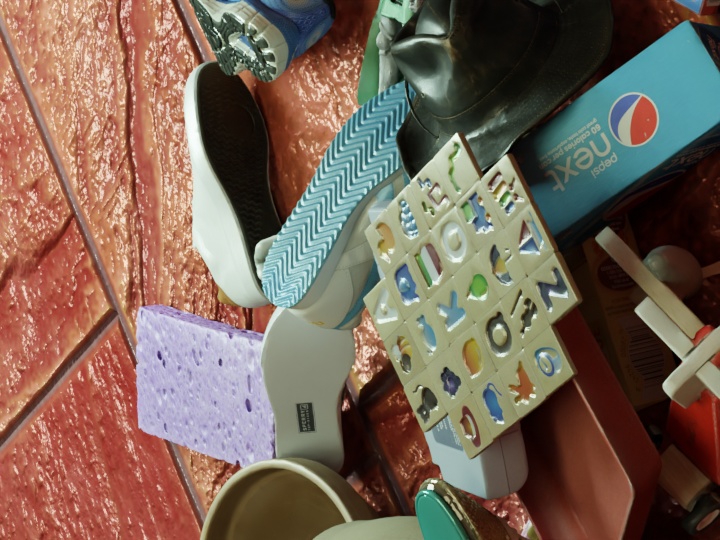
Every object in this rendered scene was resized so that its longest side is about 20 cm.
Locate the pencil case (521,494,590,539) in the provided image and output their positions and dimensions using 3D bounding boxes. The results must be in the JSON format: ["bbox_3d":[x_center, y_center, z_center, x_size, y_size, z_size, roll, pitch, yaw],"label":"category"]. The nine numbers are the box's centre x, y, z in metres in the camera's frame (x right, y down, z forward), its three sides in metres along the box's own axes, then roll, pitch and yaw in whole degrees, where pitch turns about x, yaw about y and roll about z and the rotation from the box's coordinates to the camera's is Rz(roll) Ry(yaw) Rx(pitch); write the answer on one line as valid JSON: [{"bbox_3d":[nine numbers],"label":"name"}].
[{"bbox_3d":[0.188,0.225,1.497,0.200,0.083,0.087,44,116,38],"label":"pencil case"}]

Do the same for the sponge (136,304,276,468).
[{"bbox_3d":[-0.122,0.099,1.896,0.200,0.030,0.112,14,107,50],"label":"sponge"}]

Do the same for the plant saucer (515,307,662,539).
[{"bbox_3d":[0.131,0.103,1.432,0.200,0.037,0.200,95,154,-55],"label":"plant saucer"}]

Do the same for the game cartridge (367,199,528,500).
[{"bbox_3d":[0.058,0.050,1.502,0.133,0.041,0.201,-178,71,-71],"label":"game cartridge"}]

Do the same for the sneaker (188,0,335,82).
[{"bbox_3d":[-0.072,-0.199,1.750,0.200,0.089,0.079,32,150,62],"label":"sneaker"}]

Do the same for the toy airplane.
[{"bbox_3d":[0.233,0.062,1.362,0.200,0.141,0.199,60,166,-17],"label":"toy airplane"}]

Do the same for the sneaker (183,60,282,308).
[{"bbox_3d":[-0.117,-0.065,1.822,0.085,0.073,0.201,-16,86,49],"label":"sneaker"}]

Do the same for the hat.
[{"bbox_3d":[0.073,-0.149,1.481,0.081,0.201,0.200,44,149,-25],"label":"hat"}]

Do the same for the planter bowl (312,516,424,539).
[{"bbox_3d":[0.058,0.261,1.584,0.135,0.200,0.201,-23,79,41],"label":"planter bowl"}]

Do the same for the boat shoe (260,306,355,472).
[{"bbox_3d":[-0.038,0.074,1.728,0.200,0.071,0.068,86,-179,-45],"label":"boat shoe"}]

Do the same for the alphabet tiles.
[{"bbox_3d":[0.066,0.018,1.404,0.200,0.006,0.167,-46,64,52],"label":"alphabet tiles"}]

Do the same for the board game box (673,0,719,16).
[{"bbox_3d":[0.171,-0.252,1.474,0.200,0.019,0.103,38,123,41],"label":"board game box"}]

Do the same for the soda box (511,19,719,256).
[{"bbox_3d":[0.157,-0.074,1.436,0.200,0.064,0.068,-36,74,26],"label":"soda box"}]

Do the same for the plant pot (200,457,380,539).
[{"bbox_3d":[-0.029,0.242,1.750,0.200,0.093,0.202,3,95,46],"label":"plant pot"}]

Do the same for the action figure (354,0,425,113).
[{"bbox_3d":[0.037,-0.200,1.627,0.118,0.055,0.201,25,113,46],"label":"action figure"}]

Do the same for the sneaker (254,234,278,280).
[{"bbox_3d":[0.000,0.000,1.688,0.200,0.081,0.075,7,100,49],"label":"sneaker"}]

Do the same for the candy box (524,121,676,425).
[{"bbox_3d":[0.136,0.009,1.538,0.115,0.055,0.201,-27,76,50],"label":"candy box"}]

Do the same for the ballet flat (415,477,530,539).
[{"bbox_3d":[0.100,0.218,1.491,0.070,0.065,0.201,-4,110,63],"label":"ballet flat"}]

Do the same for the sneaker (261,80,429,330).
[{"bbox_3d":[0.014,-0.049,1.604,0.200,0.081,0.077,-53,45,7],"label":"sneaker"}]
